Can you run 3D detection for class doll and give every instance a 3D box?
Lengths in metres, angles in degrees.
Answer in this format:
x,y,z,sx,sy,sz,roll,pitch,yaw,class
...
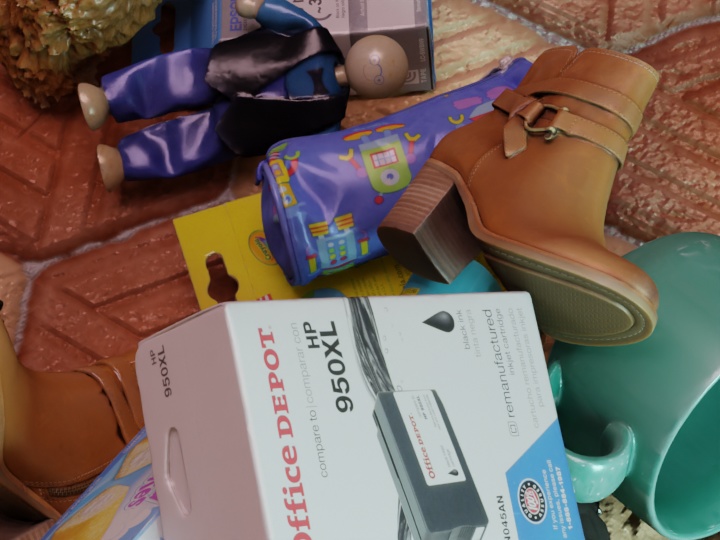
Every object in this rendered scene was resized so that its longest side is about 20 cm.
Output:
x,y,z,sx,sy,sz,roll,pitch,yaw,class
-0.067,-0.102,1.593,0.200,0.048,0.136,-15,91,6,doll

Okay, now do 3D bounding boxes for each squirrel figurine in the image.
x,y,z,sx,sy,sz,roll,pitch,yaw,class
-0.200,-0.213,1.655,0.187,0.142,0.200,-6,64,34,squirrel figurine

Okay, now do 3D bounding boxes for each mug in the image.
x,y,z,sx,sy,sz,roll,pitch,yaw,class
0.166,0.052,1.398,0.114,0.185,0.152,42,104,34,mug

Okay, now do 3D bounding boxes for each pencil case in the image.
x,y,z,sx,sy,sz,roll,pitch,yaw,class
0.035,-0.061,1.496,0.200,0.078,0.087,-20,83,-9,pencil case

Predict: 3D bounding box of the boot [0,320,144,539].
x,y,z,sx,sy,sz,roll,pitch,yaw,class
-0.164,0.073,1.396,0.074,0.200,0.155,14,32,37,boot

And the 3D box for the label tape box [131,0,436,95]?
x,y,z,sx,sy,sz,roll,pitch,yaw,class
-0.054,-0.182,1.674,0.200,0.063,0.144,-4,52,3,label tape box

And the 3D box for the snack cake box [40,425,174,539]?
x,y,z,sx,sy,sz,roll,pitch,yaw,class
-0.086,0.123,1.330,0.115,0.067,0.200,-22,20,47,snack cake box

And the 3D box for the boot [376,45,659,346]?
x,y,z,sx,sy,sz,roll,pitch,yaw,class
0.116,-0.049,1.380,0.200,0.074,0.155,24,65,44,boot

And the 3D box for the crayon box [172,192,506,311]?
x,y,z,sx,sy,sz,roll,pitch,yaw,class
0.000,0.000,1.537,0.200,0.051,0.127,-15,53,-6,crayon box

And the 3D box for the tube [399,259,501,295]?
x,y,z,sx,sy,sz,roll,pitch,yaw,class
0.008,0.078,1.429,0.050,0.077,0.200,35,68,-2,tube

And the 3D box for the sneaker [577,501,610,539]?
x,y,z,sx,sy,sz,roll,pitch,yaw,class
0.107,0.152,1.397,0.091,0.076,0.200,-21,62,-41,sneaker

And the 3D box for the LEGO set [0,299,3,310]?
x,y,z,sx,sy,sz,roll,pitch,yaw,class
-0.290,0.088,1.440,0.116,0.154,0.200,19,68,5,LEGO set

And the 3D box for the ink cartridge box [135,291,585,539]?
x,y,z,sx,sy,sz,roll,pitch,yaw,class
0.001,0.091,1.279,0.200,0.084,0.145,-2,74,-39,ink cartridge box
